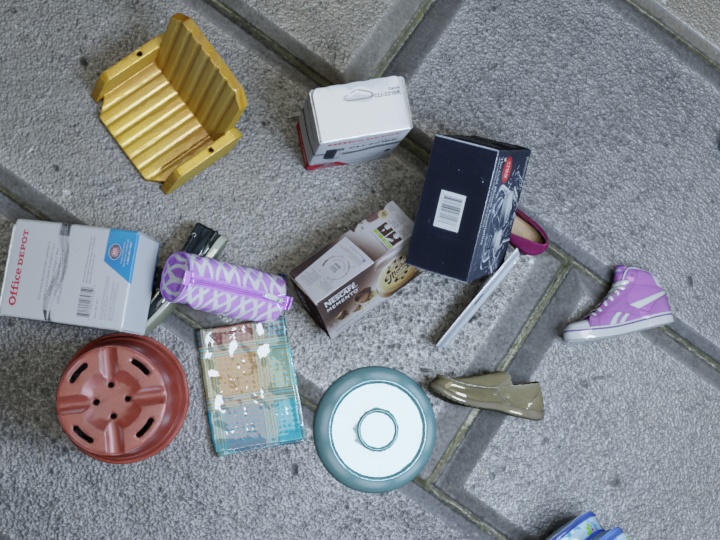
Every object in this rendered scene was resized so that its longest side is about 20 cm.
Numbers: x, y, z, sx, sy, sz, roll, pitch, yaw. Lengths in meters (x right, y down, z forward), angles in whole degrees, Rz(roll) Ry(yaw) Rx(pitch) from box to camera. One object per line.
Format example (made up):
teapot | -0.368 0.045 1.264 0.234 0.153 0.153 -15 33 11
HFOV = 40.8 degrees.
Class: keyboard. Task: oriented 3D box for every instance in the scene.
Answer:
keyboard | 0.188 0.046 1.547 0.011 0.056 0.200 40 92 20

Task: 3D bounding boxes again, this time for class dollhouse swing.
dollhouse swing | -0.291 -0.252 1.462 0.181 0.176 0.200 -37 91 -11

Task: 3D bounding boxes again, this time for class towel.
towel | -0.171 0.180 1.512 0.146 0.022 0.201 -9 85 -11

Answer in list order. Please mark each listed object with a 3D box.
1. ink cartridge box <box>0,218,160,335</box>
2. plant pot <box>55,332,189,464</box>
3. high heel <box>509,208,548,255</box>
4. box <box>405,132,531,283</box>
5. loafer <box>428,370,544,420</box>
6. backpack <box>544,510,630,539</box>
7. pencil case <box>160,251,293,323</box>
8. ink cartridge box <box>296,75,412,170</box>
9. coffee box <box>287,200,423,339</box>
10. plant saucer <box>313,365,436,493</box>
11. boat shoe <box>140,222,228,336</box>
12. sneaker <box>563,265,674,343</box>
ink cartridge box | -0.413 0.010 1.430 0.199 0.084 0.146 6 82 13
plant pot | -0.350 0.185 1.394 0.200 0.195 0.202 1 83 -8
high heel | 0.223 -0.102 1.567 0.200 0.096 0.068 38 79 -3
box | 0.167 -0.099 1.472 0.104 0.182 0.201 17 104 21
loafer | 0.203 0.190 1.548 0.199 0.076 0.068 15 81 -17
backpack | 0.339 0.461 1.473 0.183 0.200 0.147 -35 70 -9
pencil case | -0.200 0.029 1.452 0.199 0.085 0.084 14 95 -39
ink cartridge box | -0.013 -0.223 1.489 0.144 0.200 0.084 -11 85 -10
coffee box | 0.000 0.000 1.502 0.200 0.113 0.080 -35 57 -11
plant saucer | 0.026 0.252 1.533 0.199 0.027 0.201 1 83 -9
boat shoe | -0.289 0.008 1.486 0.066 0.075 0.200 39 81 1
sneaker | 0.412 0.054 1.599 0.200 0.073 0.115 -12 82 -20
